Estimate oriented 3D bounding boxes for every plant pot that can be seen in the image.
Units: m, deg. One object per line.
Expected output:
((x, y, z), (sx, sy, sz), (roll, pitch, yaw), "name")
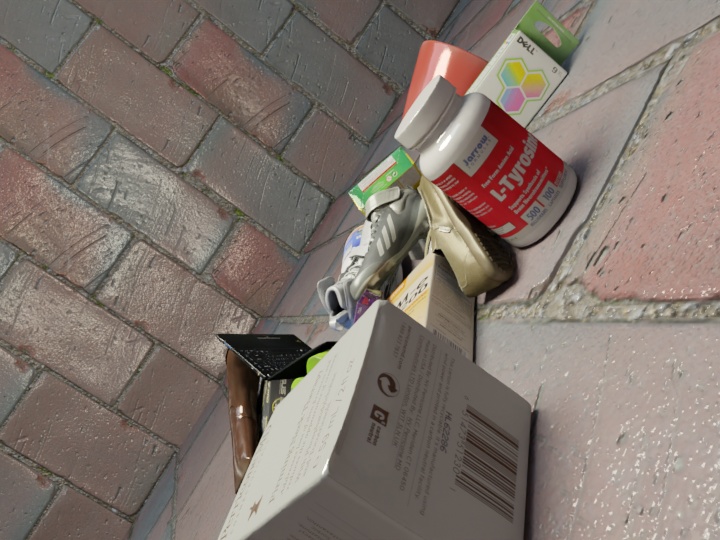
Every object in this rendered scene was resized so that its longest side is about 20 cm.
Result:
((0.168, -0.305, 1.160), (0.180, 0.197, 0.201), (-64, 10, 9), "plant pot")

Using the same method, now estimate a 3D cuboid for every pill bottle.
((0.141, -0.127, 0.704), (0.113, 0.198, 0.113), (-52, 12, 15), "pill bottle")
((0.021, -0.004, 1.101), (0.113, 0.111, 0.201), (-52, 12, 17), "pill bottle")

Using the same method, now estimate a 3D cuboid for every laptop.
((-0.082, 0.105, 0.921), (0.198, 0.176, 0.105), (31, 103, 35), "laptop")

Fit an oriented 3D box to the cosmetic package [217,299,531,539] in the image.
((0.011, 0.173, 0.501), (0.200, 0.165, 0.169), (-48, 13, 39), "cosmetic package")

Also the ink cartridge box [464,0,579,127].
((0.257, -0.311, 0.978), (0.201, 0.103, 0.060), (-52, 12, 18), "ink cartridge box")

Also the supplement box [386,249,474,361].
((0.072, 0.082, 0.736), (0.126, 0.073, 0.201), (-49, 13, 32), "supplement box")

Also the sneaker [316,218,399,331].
((0.000, 0.000, 0.930), (0.074, 0.113, 0.205), (0, 84, 44), "sneaker")

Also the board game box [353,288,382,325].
((-0.005, 0.132, 0.780), (0.120, 0.031, 0.205), (-76, -3, -83), "board game box")

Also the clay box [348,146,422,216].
((0.069, -0.117, 1.048), (0.114, 0.048, 0.200), (-40, -26, 7), "clay box")

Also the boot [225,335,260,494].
((-0.180, 0.233, 0.958), (0.202, 0.063, 0.190), (-105, 16, -52), "boot")

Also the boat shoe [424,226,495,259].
((0.151, -0.070, 0.827), (0.203, 0.074, 0.068), (-63, 15, -10), "boat shoe")

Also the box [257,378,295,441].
((-0.153, 0.262, 1.042), (0.161, 0.048, 0.205), (154, 120, -72), "box")

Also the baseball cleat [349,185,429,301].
((0.029, -0.045, 0.893), (0.200, 0.106, 0.070), (-46, -15, -29), "baseball cleat")

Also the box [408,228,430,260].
((0.117, -0.042, 0.956), (0.038, 0.042, 0.200), (-30, 6, -11), "box")

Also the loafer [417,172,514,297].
((0.114, -0.049, 0.755), (0.068, 0.075, 0.202), (-48, 42, 26), "loafer")

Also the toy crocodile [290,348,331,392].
((-0.056, 0.202, 0.817), (0.061, 0.067, 0.205), (17, 102, 42), "toy crocodile")
